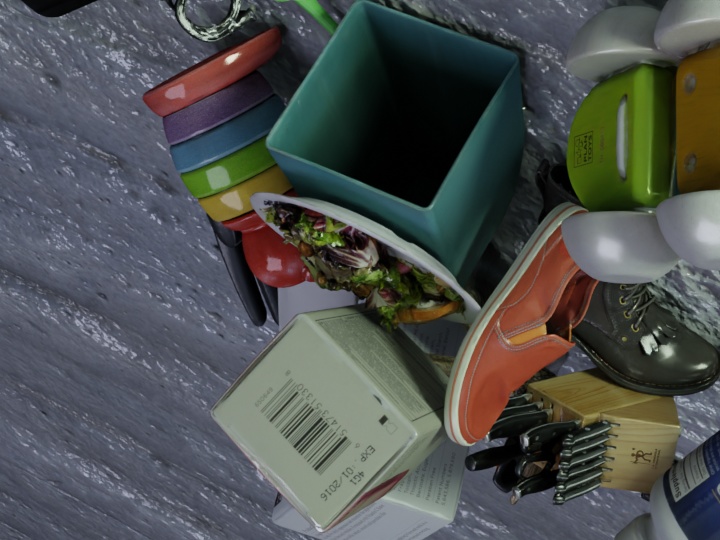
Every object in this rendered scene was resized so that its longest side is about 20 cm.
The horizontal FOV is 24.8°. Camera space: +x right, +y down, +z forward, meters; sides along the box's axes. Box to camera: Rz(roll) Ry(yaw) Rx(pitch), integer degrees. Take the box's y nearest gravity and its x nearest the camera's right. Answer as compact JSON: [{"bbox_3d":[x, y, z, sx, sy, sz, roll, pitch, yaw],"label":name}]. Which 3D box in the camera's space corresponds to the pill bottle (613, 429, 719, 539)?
[{"bbox_3d":[0.290,0.176,1.234,0.111,0.111,0.200,41,115,-13],"label":"pill bottle"}]

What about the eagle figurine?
[{"bbox_3d":[0.107,0.078,1.418,0.200,0.152,0.151,36,154,-4],"label":"eagle figurine"}]

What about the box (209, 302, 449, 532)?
[{"bbox_3d":[-0.010,0.108,1.270,0.128,0.109,0.200,45,-168,11],"label":"box"}]

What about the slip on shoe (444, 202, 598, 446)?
[{"bbox_3d":[0.125,0.047,1.214,0.061,0.201,0.074,37,-169,30],"label":"slip on shoe"}]

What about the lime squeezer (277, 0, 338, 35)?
[{"bbox_3d":[-0.078,-0.229,1.255,0.200,0.038,0.071,35,155,-2],"label":"lime squeezer"}]

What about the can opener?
[{"bbox_3d":[-0.115,-0.026,1.575,0.063,0.079,0.201,12,135,31],"label":"can opener"}]

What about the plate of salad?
[{"bbox_3d":[0.000,0.000,1.242,0.199,0.048,0.200,27,170,5],"label":"plate of salad"}]

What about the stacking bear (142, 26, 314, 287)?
[{"bbox_3d":[-0.088,-0.080,1.361,0.121,0.114,0.201,-11,109,56],"label":"stacking bear"}]

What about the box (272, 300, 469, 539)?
[{"bbox_3d":[0.019,0.150,1.568,0.130,0.201,0.199,19,156,-10],"label":"box"}]

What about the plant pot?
[{"bbox_3d":[0.041,-0.076,1.261,0.141,0.142,0.200,23,160,23],"label":"plant pot"}]

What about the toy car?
[{"bbox_3d":[0.223,-0.082,1.040,0.149,0.176,0.200,7,170,-33],"label":"toy car"}]

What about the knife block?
[{"bbox_3d":[0.167,0.123,1.333,0.175,0.200,0.064,9,110,3],"label":"knife block"}]

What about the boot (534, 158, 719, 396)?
[{"bbox_3d":[0.211,0.007,1.280,0.199,0.069,0.174,24,145,6],"label":"boot"}]

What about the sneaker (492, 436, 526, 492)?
[{"bbox_3d":[0.194,0.169,1.540,0.070,0.090,0.200,40,154,-11],"label":"sneaker"}]

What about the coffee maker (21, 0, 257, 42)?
[{"bbox_3d":[-0.196,-0.247,1.221,0.200,0.134,0.193,7,120,62],"label":"coffee maker"}]

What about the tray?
[{"bbox_3d":[-0.034,-0.035,1.420,0.107,0.022,0.201,1,94,50],"label":"tray"}]

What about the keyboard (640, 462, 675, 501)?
[{"bbox_3d":[0.358,0.241,1.549,0.199,0.021,0.127,23,146,25],"label":"keyboard"}]
